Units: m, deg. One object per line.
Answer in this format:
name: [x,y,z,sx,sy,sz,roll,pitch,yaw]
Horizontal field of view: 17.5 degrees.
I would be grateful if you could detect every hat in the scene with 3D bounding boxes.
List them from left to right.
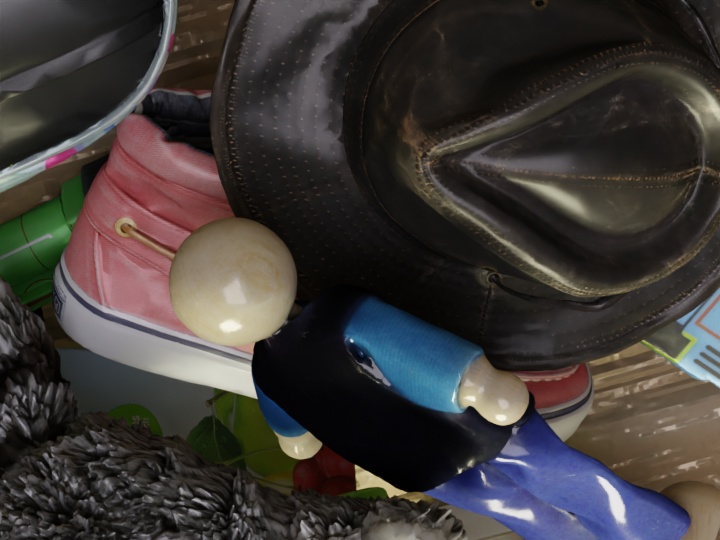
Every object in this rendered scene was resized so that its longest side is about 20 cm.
hat: [0.056,-0.038,0.726,0.201,0.081,0.201,-4,115,-9]

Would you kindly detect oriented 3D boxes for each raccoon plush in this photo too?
raccoon plush: [-0.049,0.061,0.746,0.134,0.097,0.200,-27,85,4]

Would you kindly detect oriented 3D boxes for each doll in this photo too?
doll: [0.018,0.047,0.753,0.200,0.136,0.048,33,66,-28]

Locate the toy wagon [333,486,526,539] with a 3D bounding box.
toy wagon: [0.064,0.144,0.832,0.200,0.040,0.155,-11,78,-26]

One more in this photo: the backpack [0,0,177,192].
backpack: [-0.157,-0.104,0.766,0.200,0.151,0.178,-24,108,12]

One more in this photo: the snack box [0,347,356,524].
snack box: [-0.099,0.101,0.829,0.200,0.053,0.142,4,70,-22]

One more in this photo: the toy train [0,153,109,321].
toy train: [-0.092,-0.012,0.854,0.200,0.042,0.056,-26,133,8]

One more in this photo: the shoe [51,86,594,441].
shoe: [0.000,0.000,0.811,0.200,0.071,0.091,14,124,-13]

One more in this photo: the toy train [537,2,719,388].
toy train: [0.090,-0.050,0.827,0.200,0.087,0.114,33,112,-13]
